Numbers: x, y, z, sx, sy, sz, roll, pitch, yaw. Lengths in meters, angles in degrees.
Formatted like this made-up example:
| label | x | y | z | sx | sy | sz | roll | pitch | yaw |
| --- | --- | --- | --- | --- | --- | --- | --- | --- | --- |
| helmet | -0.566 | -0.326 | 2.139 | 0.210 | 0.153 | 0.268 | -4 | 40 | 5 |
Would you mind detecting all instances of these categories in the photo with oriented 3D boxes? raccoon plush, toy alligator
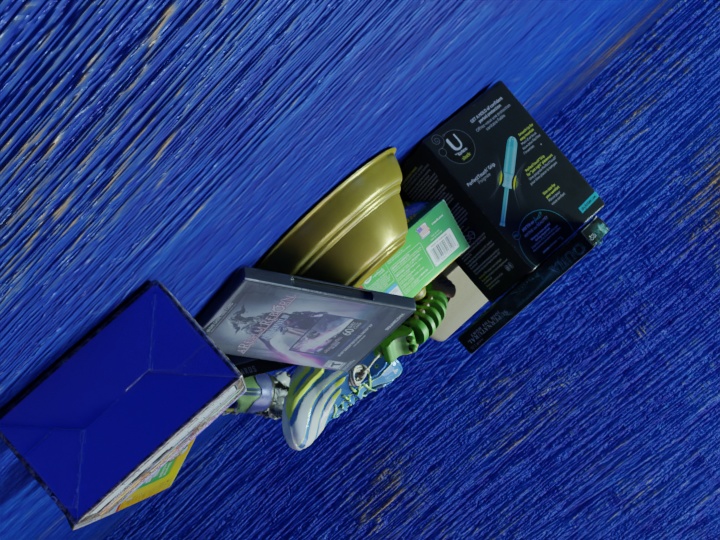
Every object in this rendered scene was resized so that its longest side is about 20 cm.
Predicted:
| label | x | y | z | sx | sy | sz | roll | pitch | yaw |
| --- | --- | --- | --- | --- | --- | --- | --- | --- | --- |
| raccoon plush | -0.190 | 0.213 | 1.960 | 0.200 | 0.134 | 0.097 | -43 | 178 | 14 |
| toy alligator | 0.054 | 0.071 | 1.487 | 0.054 | 0.060 | 0.200 | 7 | -142 | 30 |

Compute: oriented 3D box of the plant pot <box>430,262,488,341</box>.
| label | x | y | z | sx | sy | sz | roll | pitch | yaw |
| --- | --- | --- | --- | --- | --- | --- | --- | --- | --- |
| plant pot | 0.097 | -0.032 | 1.839 | 0.200 | 0.200 | 0.177 | -42 | 166 | 16 |

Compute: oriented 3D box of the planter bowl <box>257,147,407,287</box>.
| label | x | y | z | sx | sy | sz | roll | pitch | yaw |
| --- | --- | --- | --- | --- | --- | --- | --- | --- | --- |
| planter bowl | -0.011 | -0.032 | 1.364 | 0.200 | 0.084 | 0.200 | -42 | 177 | -2 |

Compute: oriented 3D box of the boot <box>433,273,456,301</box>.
| label | x | y | z | sx | sy | sz | roll | pitch | yaw |
| --- | --- | --- | --- | --- | --- | --- | --- | --- | --- |
| boot | 0.021 | 0.063 | 1.666 | 0.072 | 0.199 | 0.168 | -1 | 106 | -60 |

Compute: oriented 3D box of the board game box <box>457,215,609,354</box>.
| label | x | y | z | sx | sy | sz | roll | pitch | yaw |
| --- | --- | --- | --- | --- | --- | --- | --- | --- | --- |
| board game box | 0.212 | 0.015 | 1.567 | 0.200 | 0.028 | 0.135 | -43 | 176 | 22 |

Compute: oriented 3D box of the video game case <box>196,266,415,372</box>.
| label | x | y | z | sx | sy | sz | roll | pitch | yaw |
| --- | --- | --- | --- | --- | --- | --- | --- | --- | --- |
| video game case | -0.062 | 0.054 | 1.332 | 0.198 | 0.019 | 0.143 | 10 | 144 | -30 |

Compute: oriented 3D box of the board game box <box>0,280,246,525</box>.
| label | x | y | z | sx | sy | sz | roll | pitch | yaw |
| --- | --- | --- | --- | --- | --- | --- | --- | --- | --- |
| board game box | -0.180 | 0.105 | 1.016 | 0.159 | 0.097 | 0.200 | -41 | 177 | -9 |

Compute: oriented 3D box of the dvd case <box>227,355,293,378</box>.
| label | x | y | z | sx | sy | sz | roll | pitch | yaw |
| --- | --- | --- | --- | --- | --- | --- | --- | --- | --- |
| dvd case | -0.120 | 0.097 | 1.632 | 0.199 | 0.025 | 0.150 | -17 | -167 | 37 |

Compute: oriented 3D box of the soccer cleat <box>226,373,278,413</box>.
| label | x | y | z | sx | sy | sz | roll | pitch | yaw |
| --- | --- | --- | --- | --- | --- | --- | --- | --- | --- |
| soccer cleat | -0.188 | 0.153 | 1.689 | 0.083 | 0.065 | 0.199 | 8 | 171 | -38 |

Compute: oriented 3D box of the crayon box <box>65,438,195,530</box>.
| label | x | y | z | sx | sy | sz | roll | pitch | yaw |
| --- | --- | --- | --- | --- | --- | --- | --- | --- | --- |
| crayon box | -0.241 | 0.189 | 1.315 | 0.118 | 0.059 | 0.200 | -21 | 161 | -27 |

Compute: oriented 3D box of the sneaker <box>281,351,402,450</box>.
| label | x | y | z | sx | sy | sz | roll | pitch | yaw |
| --- | --- | --- | --- | --- | --- | --- | --- | --- | --- |
| sneaker | -0.015 | 0.125 | 1.522 | 0.201 | 0.104 | 0.076 | -66 | 146 | -24 |

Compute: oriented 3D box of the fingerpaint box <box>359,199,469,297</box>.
| label | x | y | z | sx | sy | sz | roll | pitch | yaw |
| --- | --- | --- | --- | --- | --- | --- | --- | --- | --- |
| fingerpaint box | 0.000 | 0.000 | 1.518 | 0.200 | 0.074 | 0.166 | -40 | -159 | -25 |

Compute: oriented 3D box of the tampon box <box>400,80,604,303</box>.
| label | x | y | z | sx | sy | sz | roll | pitch | yaw |
| --- | --- | --- | --- | --- | --- | --- | --- | --- | --- |
| tampon box | 0.164 | -0.095 | 1.581 | 0.150 | 0.200 | 0.126 | -38 | 176 | -28 |
